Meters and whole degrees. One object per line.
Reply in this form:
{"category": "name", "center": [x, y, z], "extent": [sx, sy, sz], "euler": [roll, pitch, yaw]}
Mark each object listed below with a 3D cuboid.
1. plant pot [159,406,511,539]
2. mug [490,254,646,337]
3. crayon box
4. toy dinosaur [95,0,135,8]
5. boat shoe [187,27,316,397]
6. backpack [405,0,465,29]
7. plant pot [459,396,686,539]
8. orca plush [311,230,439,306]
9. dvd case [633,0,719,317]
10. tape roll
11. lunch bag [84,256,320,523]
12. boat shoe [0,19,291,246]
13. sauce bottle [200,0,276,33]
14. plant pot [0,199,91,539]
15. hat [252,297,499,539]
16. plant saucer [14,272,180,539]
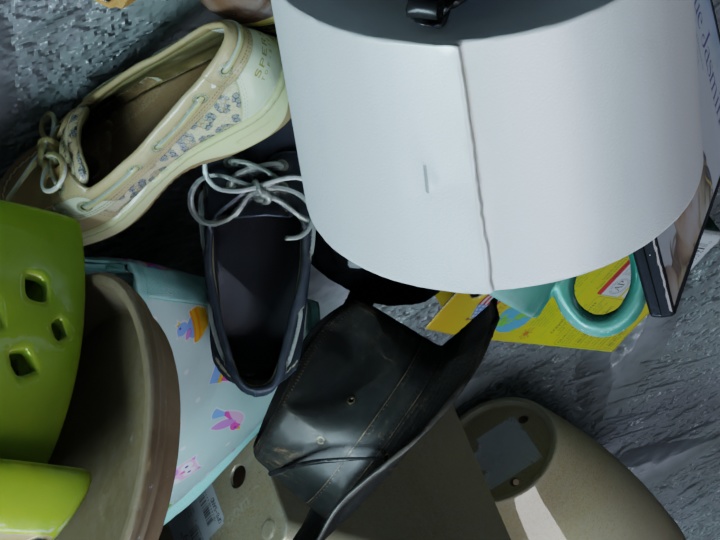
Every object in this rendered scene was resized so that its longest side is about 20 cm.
{"category": "plant pot", "center": [-0.040, 0.181, 1.559], "extent": [0.177, 0.200, 0.200], "euler": [20, 125, -40]}
{"category": "mug", "center": [0.080, -0.054, 1.323], "extent": [0.185, 0.152, 0.115], "euler": [31, 95, -27]}
{"category": "crayon box", "center": [0.136, -0.009, 1.552], "extent": [0.200, 0.051, 0.127], "euler": [8, 133, -47]}
{"category": "toy dinosaur", "center": [-0.144, -0.167, 1.079], "extent": [0.200, 0.106, 0.060], "euler": [-42, 176, 13]}
{"category": "boat shoe", "center": [-0.057, -0.032, 1.251], "extent": [0.075, 0.062, 0.201], "euler": [4, 101, -5]}
{"category": "backpack", "center": [0.040, -0.221, 1.049], "extent": [0.200, 0.182, 0.135], "euler": [-31, 132, -32]}
{"category": "plant pot", "center": [0.136, 0.189, 1.743], "extent": [0.187, 0.188, 0.200], "euler": [-30, 135, 0]}
{"category": "orca plush", "center": [0.000, 0.000, 1.398], "extent": [0.071, 0.105, 0.200], "euler": [-57, 173, 4]}
{"category": "dvd case", "center": [0.179, -0.088, 1.321], "extent": [0.017, 0.200, 0.143], "euler": [-4, 124, 24]}
{"category": "tape roll", "center": [0.062, -0.103, 1.112], "extent": [0.202, 0.203, 0.140], "euler": [-21, 128, -15]}
{"category": "lunch bag", "center": [-0.139, 0.062, 1.357], "extent": [0.200, 0.122, 0.170], "euler": [-40, 148, 27]}
{"category": "boat shoe", "center": [-0.123, -0.074, 1.203], "extent": [0.200, 0.074, 0.063], "euler": [-30, 145, 25]}
{"category": "sauce bottle", "center": [-0.042, -0.154, 1.182], "extent": [0.199, 0.065, 0.065], "euler": [9, 132, -45]}
{"category": "plant pot", "center": [-0.257, 0.080, 1.167], "extent": [0.199, 0.182, 0.199], "euler": [9, 144, -36]}
{"category": "hat", "center": [-0.008, 0.073, 1.323], "extent": [0.201, 0.081, 0.201], "euler": [-49, -178, 2]}
{"category": "plant saucer", "center": [-0.143, 0.101, 1.182], "extent": [0.029, 0.201, 0.200], "euler": [15, 130, -29]}
